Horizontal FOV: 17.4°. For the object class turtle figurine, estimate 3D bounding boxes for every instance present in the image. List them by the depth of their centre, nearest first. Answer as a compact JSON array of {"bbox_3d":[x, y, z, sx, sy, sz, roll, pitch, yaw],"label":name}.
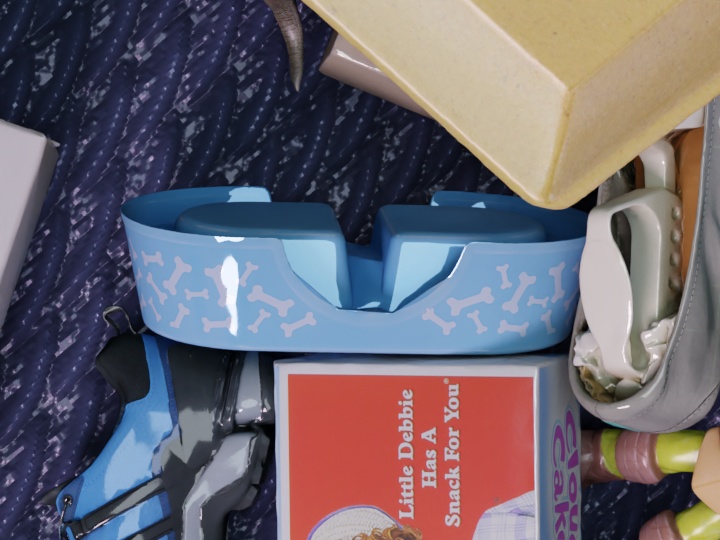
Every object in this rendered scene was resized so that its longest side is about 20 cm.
[{"bbox_3d":[0.154,0.074,0.969,0.160,0.064,0.202,-18,92,32],"label":"turtle figurine"}]

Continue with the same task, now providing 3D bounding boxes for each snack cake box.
[{"bbox_3d":[0.029,0.135,0.967,0.114,0.067,0.202,0,92,20],"label":"snack cake box"}]

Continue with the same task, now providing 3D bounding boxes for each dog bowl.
[{"bbox_3d":[0.000,0.000,0.971,0.198,0.112,0.050,1,102,-5],"label":"dog bowl"}]

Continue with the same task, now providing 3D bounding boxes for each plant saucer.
[{"bbox_3d":[0.052,-0.133,0.836,0.200,0.200,0.049,41,58,-6],"label":"plant saucer"}]

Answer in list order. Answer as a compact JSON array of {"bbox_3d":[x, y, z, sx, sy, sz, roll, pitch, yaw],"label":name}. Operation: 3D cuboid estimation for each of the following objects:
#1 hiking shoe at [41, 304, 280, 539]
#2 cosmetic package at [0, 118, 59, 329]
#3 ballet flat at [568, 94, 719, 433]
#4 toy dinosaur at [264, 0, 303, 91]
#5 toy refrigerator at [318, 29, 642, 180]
[{"bbox_3d":[-0.095,0.123,0.982,0.086,0.074,0.202,16,78,3],"label":"hiking shoe"},{"bbox_3d":[-0.191,0.028,0.951,0.089,0.107,0.202,16,86,-4],"label":"cosmetic package"},{"bbox_3d":[0.116,-0.037,0.918,0.063,0.067,0.202,5,89,-43],"label":"ballet flat"},{"bbox_3d":[-0.066,-0.169,0.963,0.076,0.102,0.202,-15,90,-32],"label":"toy dinosaur"},{"bbox_3d":[0.088,-0.082,0.994,0.199,0.076,0.070,22,87,-4],"label":"toy refrigerator"}]
